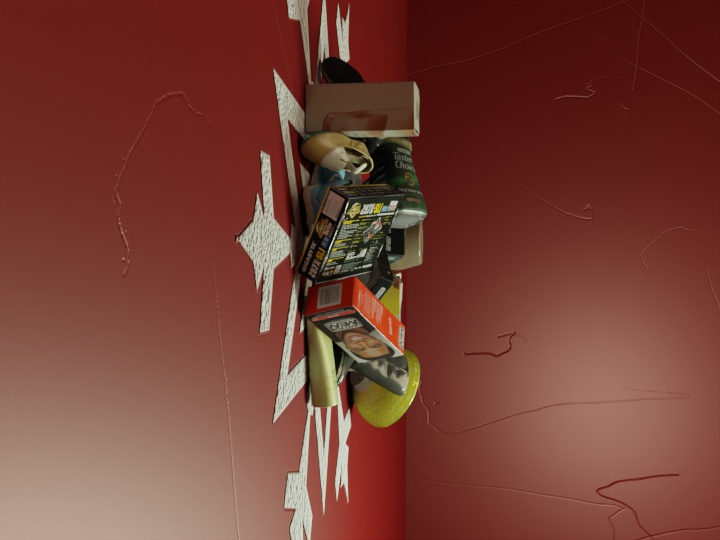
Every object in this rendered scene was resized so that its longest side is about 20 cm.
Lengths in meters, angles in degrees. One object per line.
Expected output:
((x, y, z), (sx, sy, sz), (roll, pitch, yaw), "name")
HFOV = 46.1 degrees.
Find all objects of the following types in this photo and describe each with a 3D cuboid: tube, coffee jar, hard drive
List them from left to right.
((-0.072, 0.142, 1.520), (0.058, 0.051, 0.204), (-176, -100, -70), "tube")
((0.000, 0.000, 1.666), (0.140, 0.037, 0.202), (-51, -150, 30), "hard drive")
((0.066, -0.192, 1.713), (0.085, 0.103, 0.204), (-33, -118, 46), "coffee jar")

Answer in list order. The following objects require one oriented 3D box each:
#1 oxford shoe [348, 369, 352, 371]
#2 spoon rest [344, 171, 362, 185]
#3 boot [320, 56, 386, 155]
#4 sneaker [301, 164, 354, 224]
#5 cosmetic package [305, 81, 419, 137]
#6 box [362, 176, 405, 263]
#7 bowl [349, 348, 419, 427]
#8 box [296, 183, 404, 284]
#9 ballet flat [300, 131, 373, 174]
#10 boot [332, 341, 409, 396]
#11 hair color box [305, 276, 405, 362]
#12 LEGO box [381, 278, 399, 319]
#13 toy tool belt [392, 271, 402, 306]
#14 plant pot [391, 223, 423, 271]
((-0.032, 0.141, 1.794), (0.201, 0.057, 0.076), (-104, -171, -56), "oxford shoe")
((-0.014, -0.144, 1.704), (0.100, 0.059, 0.202), (66, 23, -43), "spoon rest")
((-0.027, -0.300, 1.658), (0.073, 0.201, 0.151), (-33, 167, -35), "boot")
((-0.046, -0.138, 1.536), (0.201, 0.088, 0.080), (-76, 163, -59), "sneaker")
((0.005, -0.286, 1.521), (0.103, 0.196, 0.089), (-20, 111, -79), "cosmetic package")
((0.029, -0.097, 1.845), (0.200, 0.084, 0.167), (150, -57, -71), "box")
((0.038, 0.260, 2.021), (0.107, 0.199, 0.203), (31, 45, -28), "bowl")
((-0.014, -0.067, 1.467), (0.199, 0.049, 0.162), (-13, 129, -59), "box")
((-0.033, -0.205, 1.508), (0.063, 0.069, 0.199), (54, 26, 15), "ballet flat")
((0.010, 0.196, 1.658), (0.200, 0.072, 0.184), (42, 40, -31), "boot")
((-0.006, 0.092, 1.513), (0.200, 0.100, 0.062), (44, 41, -47), "hair color box")
((0.022, 0.119, 1.866), (0.148, 0.076, 0.205), (175, -84, -65), "LEGO box")
((0.053, 0.102, 2.003), (0.122, 0.123, 0.204), (4, 94, -54), "toy tool belt")
((0.065, -0.073, 2.062), (0.200, 0.171, 0.205), (-1, 90, -83), "plant pot")
